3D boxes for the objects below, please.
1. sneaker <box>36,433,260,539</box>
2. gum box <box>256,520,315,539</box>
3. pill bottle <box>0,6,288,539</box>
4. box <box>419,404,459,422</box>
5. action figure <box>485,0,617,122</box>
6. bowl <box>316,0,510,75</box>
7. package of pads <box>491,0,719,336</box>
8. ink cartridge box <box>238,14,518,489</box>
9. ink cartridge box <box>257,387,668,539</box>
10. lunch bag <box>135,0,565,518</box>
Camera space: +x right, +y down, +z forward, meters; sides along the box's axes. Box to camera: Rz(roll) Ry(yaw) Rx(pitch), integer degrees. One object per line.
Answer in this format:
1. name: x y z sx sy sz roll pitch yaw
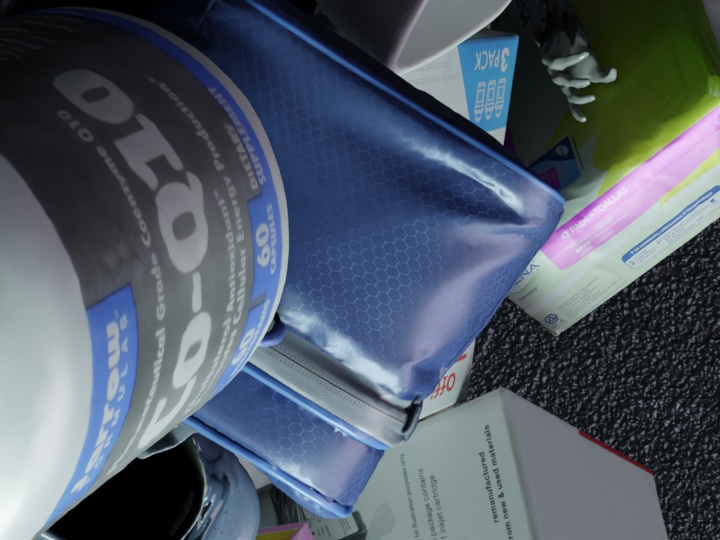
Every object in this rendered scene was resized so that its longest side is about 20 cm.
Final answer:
1. sneaker: -0.075 0.077 0.800 0.200 0.084 0.075 33 76 -56
2. gum box: -0.114 0.170 0.971 0.200 0.066 0.113 -12 -161 34
3. pill bottle: -0.097 0.007 0.527 0.114 0.114 0.200 -58 173 20
4. box: -0.016 0.060 1.104 0.068 0.082 0.200 -56 142 -7
5. action figure: 0.060 -0.113 1.062 0.200 0.119 0.102 -53 -140 36
6. bowl: 0.050 -0.177 0.854 0.200 0.075 0.200 -59 174 22
7. package of pads: 0.119 -0.088 1.136 0.154 0.068 0.200 -39 -145 23
8. ink cartridge box: 0.000 0.000 0.959 0.115 0.068 0.201 -17 117 -61
9. ink cartridge box: 0.022 0.142 1.060 0.200 0.084 0.144 -25 149 25
10. lunch bag: -0.032 -0.008 0.715 0.132 0.136 0.200 -57 -175 6
